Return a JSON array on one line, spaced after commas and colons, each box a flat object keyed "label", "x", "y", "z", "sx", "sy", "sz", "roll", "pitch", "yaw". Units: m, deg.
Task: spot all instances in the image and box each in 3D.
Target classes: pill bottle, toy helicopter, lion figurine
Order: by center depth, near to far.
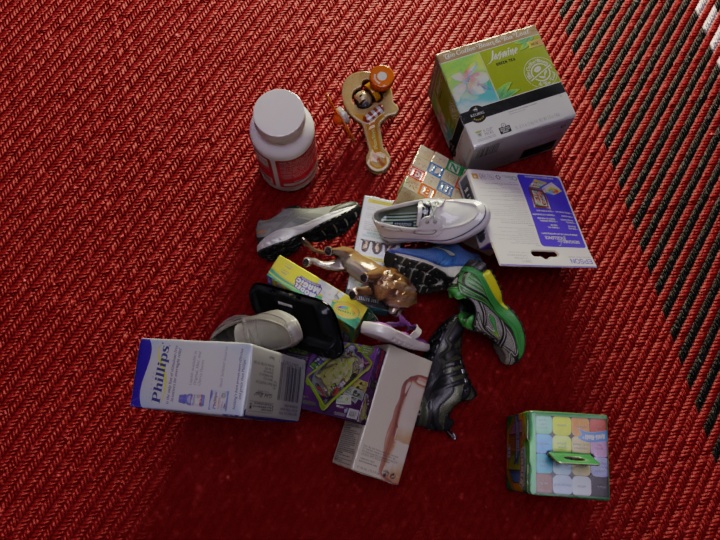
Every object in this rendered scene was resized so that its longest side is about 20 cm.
[{"label": "lion figurine", "x": 0.000, "y": 0.000, "z": 1.119, "sx": 0.200, "sy": 0.122, "sz": 0.073, "roll": 42, "pitch": 117, "yaw": 26}, {"label": "pill bottle", "x": -0.133, "y": -0.226, "z": 1.173, "sx": 0.111, "sy": 0.200, "sz": 0.114, "roll": 0, "pitch": 74, "yaw": -1}, {"label": "toy helicopter", "x": 0.009, "y": -0.275, "z": 1.256, "sx": 0.130, "sy": 0.079, "sz": 0.203, "roll": -10, "pitch": 78, "yaw": -3}]

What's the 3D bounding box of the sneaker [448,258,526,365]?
[{"label": "sneaker", "x": 0.206, "y": 0.083, "z": 1.127, "sx": 0.085, "sy": 0.078, "sz": 0.201, "roll": -40, "pitch": 110, "yaw": -18}]

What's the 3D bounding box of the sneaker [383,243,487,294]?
[{"label": "sneaker", "x": 0.131, "y": -0.011, "z": 1.177, "sx": 0.198, "sy": 0.079, "sz": 0.090, "roll": 10, "pitch": 46, "yaw": -20}]

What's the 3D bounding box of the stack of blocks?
[{"label": "stack of blocks", "x": 0.169, "y": -0.125, "z": 1.200, "sx": 0.198, "sy": 0.059, "sz": 0.116, "roll": 27, "pitch": 53, "yaw": -2}]

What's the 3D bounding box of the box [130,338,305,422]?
[{"label": "box", "x": -0.214, "y": 0.172, "z": 1.043, "sx": 0.198, "sy": 0.184, "sz": 0.106, "roll": 1, "pitch": 76, "yaw": 21}]

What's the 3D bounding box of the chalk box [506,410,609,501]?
[{"label": "chalk box", "x": 0.305, "y": 0.283, "z": 1.038, "sx": 0.123, "sy": 0.200, "sz": 0.126, "roll": 4, "pitch": 74, "yaw": 0}]

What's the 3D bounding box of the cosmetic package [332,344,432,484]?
[{"label": "cosmetic package", "x": 0.035, "y": 0.230, "z": 1.092, "sx": 0.086, "sy": 0.103, "sz": 0.202, "roll": 22, "pitch": 76, "yaw": -15}]

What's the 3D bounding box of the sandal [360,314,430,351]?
[{"label": "sandal", "x": 0.066, "y": 0.097, "z": 1.086, "sx": 0.082, "sy": 0.202, "sz": 0.050, "roll": 13, "pitch": 84, "yaw": 23}]

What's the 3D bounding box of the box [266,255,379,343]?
[{"label": "box", "x": -0.063, "y": 0.061, "z": 1.137, "sx": 0.198, "sy": 0.118, "sz": 0.049, "roll": 29, "pitch": 69, "yaw": 7}]

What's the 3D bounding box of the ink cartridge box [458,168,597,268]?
[{"label": "ink cartridge box", "x": 0.282, "y": -0.080, "z": 1.150, "sx": 0.196, "sy": 0.044, "sz": 0.202, "roll": 2, "pitch": 56, "yaw": -21}]

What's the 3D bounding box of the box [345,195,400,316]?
[{"label": "box", "x": 0.027, "y": -0.026, "z": 1.198, "sx": 0.081, "sy": 0.049, "sz": 0.202, "roll": 11, "pitch": 74, "yaw": 1}]

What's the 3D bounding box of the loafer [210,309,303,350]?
[{"label": "loafer", "x": -0.170, "y": 0.106, "z": 1.093, "sx": 0.070, "sy": 0.199, "sz": 0.071, "roll": -30, "pitch": 104, "yaw": -42}]

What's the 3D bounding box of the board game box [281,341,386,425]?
[{"label": "board game box", "x": -0.058, "y": 0.172, "z": 1.095, "sx": 0.198, "sy": 0.032, "sz": 0.121, "roll": 5, "pitch": 74, "yaw": 39}]

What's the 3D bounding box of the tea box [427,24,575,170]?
[{"label": "tea box", "x": 0.251, "y": -0.307, "z": 1.237, "sx": 0.198, "sy": 0.134, "sz": 0.199, "roll": -19, "pitch": 75, "yaw": -6}]

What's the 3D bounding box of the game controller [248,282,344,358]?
[{"label": "game controller", "x": -0.108, "y": 0.080, "z": 1.103, "sx": 0.198, "sy": 0.106, "sz": 0.042, "roll": 12, "pitch": 28, "yaw": 39}]

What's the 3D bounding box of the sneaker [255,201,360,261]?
[{"label": "sneaker", "x": -0.096, "y": -0.088, "z": 1.195, "sx": 0.198, "sy": 0.074, "sz": 0.080, "roll": -18, "pitch": 66, "yaw": 3}]

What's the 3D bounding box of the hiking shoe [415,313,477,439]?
[{"label": "hiking shoe", "x": 0.152, "y": 0.177, "z": 1.141, "sx": 0.100, "sy": 0.076, "sz": 0.202, "roll": 22, "pitch": 82, "yaw": -7}]

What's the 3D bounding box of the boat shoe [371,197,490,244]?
[{"label": "boat shoe", "x": 0.112, "y": -0.083, "z": 1.111, "sx": 0.198, "sy": 0.067, "sz": 0.074, "roll": -11, "pitch": 63, "yaw": 26}]
